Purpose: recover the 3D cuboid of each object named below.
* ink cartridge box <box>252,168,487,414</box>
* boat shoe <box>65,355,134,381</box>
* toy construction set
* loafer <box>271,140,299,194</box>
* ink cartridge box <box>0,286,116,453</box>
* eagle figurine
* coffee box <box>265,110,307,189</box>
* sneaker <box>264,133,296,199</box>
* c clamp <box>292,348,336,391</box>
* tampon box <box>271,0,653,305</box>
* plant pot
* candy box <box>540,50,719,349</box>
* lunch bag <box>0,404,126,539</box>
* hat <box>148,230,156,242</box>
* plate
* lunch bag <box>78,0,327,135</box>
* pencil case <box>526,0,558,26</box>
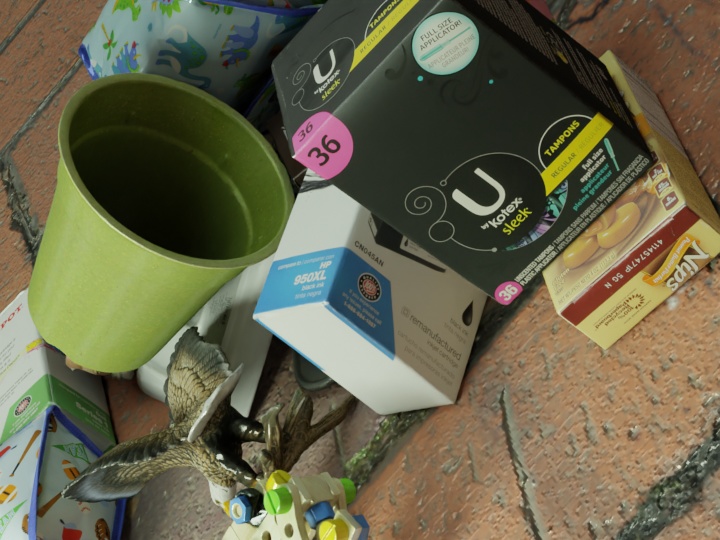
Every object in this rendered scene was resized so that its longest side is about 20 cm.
[{"bbox_3d":[0.024,-0.019,1.370,0.084,0.144,0.201,-12,49,45],"label":"ink cartridge box"},{"bbox_3d":[-0.248,0.041,1.709,0.200,0.071,0.076,-128,42,-70],"label":"boat shoe"},{"bbox_3d":[-0.056,0.220,1.300,0.200,0.092,0.131,-50,57,19],"label":"toy construction set"},{"bbox_3d":[-0.003,-0.149,1.630,0.200,0.075,0.070,-49,0,7],"label":"loafer"},{"bbox_3d":[-0.313,0.132,1.728,0.145,0.084,0.200,-44,32,13],"label":"ink cartridge box"},{"bbox_3d":[-0.129,0.129,1.431,0.199,0.151,0.152,14,99,35],"label":"eagle figurine"},{"bbox_3d":[0.031,-0.133,1.517,0.200,0.080,0.115,-39,32,7],"label":"coffee box"},{"bbox_3d":[-0.106,-0.076,1.678,0.082,0.077,0.201,-44,31,26],"label":"sneaker"},{"bbox_3d":[0.000,0.000,1.499,0.170,0.027,0.201,-34,35,27],"label":"c clamp"},{"bbox_3d":[0.066,-0.107,1.243,0.150,0.199,0.127,-45,31,20],"label":"tampon box"},{"bbox_3d":[-0.181,-0.022,1.501,0.190,0.199,0.201,-54,24,40],"label":"plant pot"},{"bbox_3d":[0.172,-0.053,1.295,0.115,0.055,0.201,-42,33,20],"label":"candy box"},{"bbox_3d":[-0.286,0.245,1.543,0.170,0.124,0.201,-38,26,21],"label":"lunch bag"},{"bbox_3d":[-0.200,-0.060,1.686,0.201,0.080,0.202,17,-90,-89],"label":"hat"},{"bbox_3d":[-0.130,0.026,1.585,0.200,0.032,0.201,19,92,57],"label":"plate"},{"bbox_3d":[-0.110,-0.192,1.577,0.170,0.199,0.128,-49,51,36],"label":"lunch bag"},{"bbox_3d":[0.104,-0.183,1.378,0.087,0.201,0.088,-21,35,16],"label":"pencil case"}]
